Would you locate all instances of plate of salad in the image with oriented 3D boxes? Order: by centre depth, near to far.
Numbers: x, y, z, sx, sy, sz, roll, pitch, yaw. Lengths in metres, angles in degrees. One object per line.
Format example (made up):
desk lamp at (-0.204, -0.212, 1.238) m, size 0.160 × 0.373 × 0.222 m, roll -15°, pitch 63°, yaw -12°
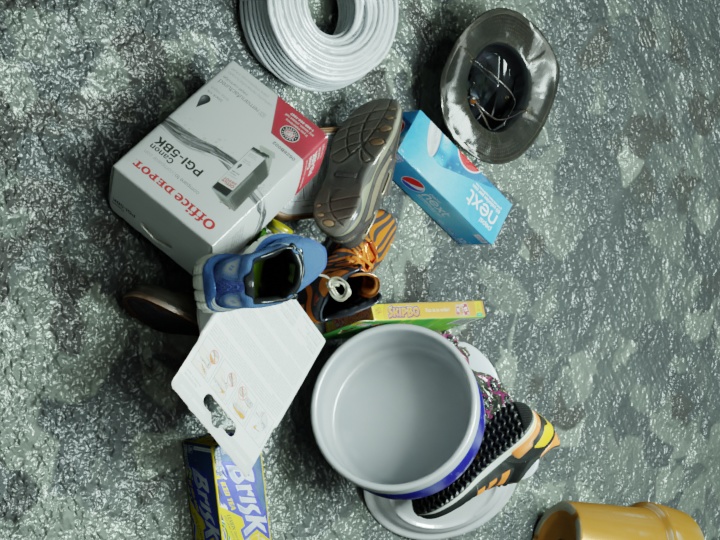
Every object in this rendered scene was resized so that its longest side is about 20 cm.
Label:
plate of salad at (0.100, 0.256, 1.727) m, size 0.200 × 0.048 × 0.200 m, roll -4°, pitch 120°, yaw -7°

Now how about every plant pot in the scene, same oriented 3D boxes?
plant pot at (0.340, 0.401, 1.887) m, size 0.183 × 0.200 × 0.201 m, roll 22°, pitch 76°, yaw -21°

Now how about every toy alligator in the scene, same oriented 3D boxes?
toy alligator at (-0.098, -0.022, 1.547) m, size 0.200 × 0.054 × 0.059 m, roll 31°, pitch 96°, yaw 1°

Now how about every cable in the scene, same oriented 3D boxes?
cable at (-0.047, -0.313, 1.636) m, size 0.200 × 0.069 × 0.200 m, roll 44°, pitch 64°, yaw -30°

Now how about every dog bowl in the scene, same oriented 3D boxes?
dog bowl at (0.046, 0.168, 1.627) m, size 0.079 × 0.200 × 0.200 m, roll 55°, pitch 51°, yaw -67°

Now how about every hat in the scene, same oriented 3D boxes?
hat at (0.165, -0.240, 1.802) m, size 0.200 × 0.081 × 0.201 m, roll -3°, pitch 96°, yaw -31°

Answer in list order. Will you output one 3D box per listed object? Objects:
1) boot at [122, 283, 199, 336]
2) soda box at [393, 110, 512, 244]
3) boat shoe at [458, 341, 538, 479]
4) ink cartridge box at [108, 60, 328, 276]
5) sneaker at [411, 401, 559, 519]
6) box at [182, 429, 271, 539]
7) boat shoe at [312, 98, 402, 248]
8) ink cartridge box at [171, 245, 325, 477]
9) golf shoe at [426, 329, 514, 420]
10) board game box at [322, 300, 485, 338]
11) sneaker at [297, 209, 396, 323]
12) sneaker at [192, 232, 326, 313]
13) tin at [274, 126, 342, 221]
boot at (-0.181, 0.027, 1.537) m, size 0.200 × 0.075 × 0.097 m, roll 29°, pitch 63°, yaw -46°
soda box at (0.103, -0.116, 1.761) m, size 0.200 × 0.064 × 0.068 m, roll 42°, pitch 65°, yaw -32°
boat shoe at (0.171, 0.181, 1.816) m, size 0.072 × 0.068 × 0.200 m, roll -34°, pitch 91°, yaw 7°
ink cartridge box at (-0.155, -0.110, 1.500) m, size 0.147 × 0.083 × 0.200 m, roll 38°, pitch 61°, yaw 8°
sneaker at (0.154, 0.246, 1.664) m, size 0.200 × 0.070 × 0.090 m, roll -42°, pitch 127°, yaw 17°
box at (-0.147, 0.286, 1.561) m, size 0.070 × 0.064 × 0.200 m, roll -10°, pitch 96°, yaw -38°
boat shoe at (0.001, -0.115, 1.641) m, size 0.200 × 0.074 × 0.073 m, roll -65°, pitch 151°, yaw -24°
ink cartridge box at (-0.132, 0.097, 1.501) m, size 0.161 × 0.050 × 0.200 m, roll 56°, pitch 50°, yaw -34°
golf shoe at (0.127, 0.162, 1.753) m, size 0.200 × 0.092 × 0.073 m, roll 49°, pitch 42°, yaw -14°
board game box at (0.050, 0.061, 1.697) m, size 0.200 × 0.095 × 0.030 m, roll -4°, pitch 77°, yaw -39°
sneaker at (0.000, 0.000, 1.647) m, size 0.200 × 0.112 × 0.078 m, roll -49°, pitch 118°, yaw -28°
sneaker at (-0.087, 0.007, 1.446) m, size 0.200 × 0.089 × 0.079 m, roll -22°, pitch 111°, yaw -58°
tin at (-0.056, -0.116, 1.651) m, size 0.200 × 0.042 × 0.112 m, roll -8°, pitch 99°, yaw -39°
